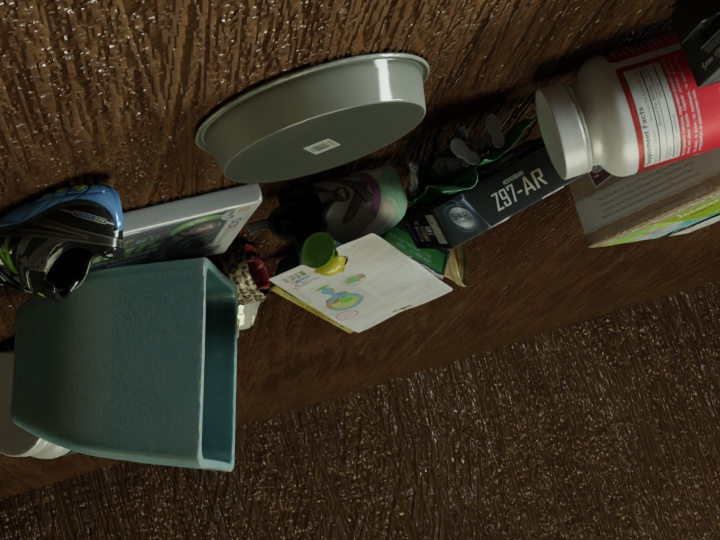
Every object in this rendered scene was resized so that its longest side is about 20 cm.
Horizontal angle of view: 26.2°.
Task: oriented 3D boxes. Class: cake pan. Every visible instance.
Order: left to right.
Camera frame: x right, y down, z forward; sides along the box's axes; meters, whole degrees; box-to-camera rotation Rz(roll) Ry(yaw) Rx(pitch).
[{"bbox_3d":[-0.034,-0.119,1.255,0.199,0.037,0.200,-17,171,-3],"label":"cake pan"}]

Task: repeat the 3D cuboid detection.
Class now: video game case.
[{"bbox_3d":[-0.207,-0.027,1.490,0.199,0.023,0.182,-14,169,-20],"label":"video game case"}]

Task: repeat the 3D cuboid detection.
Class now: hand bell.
[{"bbox_3d":[0.020,-0.022,1.817,0.199,0.105,0.104,-7,173,12],"label":"hand bell"}]

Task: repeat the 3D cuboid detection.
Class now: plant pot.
[{"bbox_3d":[-0.235,0.099,1.536,0.199,0.197,0.196,-1,171,5],"label":"plant pot"}]

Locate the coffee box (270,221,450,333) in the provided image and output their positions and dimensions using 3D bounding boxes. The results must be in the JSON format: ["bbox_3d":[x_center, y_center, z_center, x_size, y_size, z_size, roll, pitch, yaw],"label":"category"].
[{"bbox_3d":[-0.003,0.001,1.761,0.123,0.044,0.200,30,146,-22],"label":"coffee box"}]

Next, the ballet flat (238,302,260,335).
[{"bbox_3d":[-0.152,0.046,1.862,0.070,0.066,0.200,-14,169,-22],"label":"ballet flat"}]

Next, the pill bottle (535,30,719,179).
[{"bbox_3d":[0.264,-0.151,1.386,0.199,0.113,0.112,-17,170,-1],"label":"pill bottle"}]

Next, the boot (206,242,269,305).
[{"bbox_3d":[-0.173,0.030,1.726,0.150,0.074,0.200,-19,162,6],"label":"boot"}]

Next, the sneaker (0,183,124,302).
[{"bbox_3d":[-0.280,-0.007,1.297,0.199,0.083,0.071,-22,169,24],"label":"sneaker"}]

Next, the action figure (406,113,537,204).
[{"bbox_3d":[0.084,-0.100,1.482,0.118,0.055,0.200,-34,-178,-17],"label":"action figure"}]

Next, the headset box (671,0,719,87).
[{"bbox_3d":[0.357,-0.223,1.260,0.199,0.075,0.149,-16,171,-11],"label":"headset box"}]

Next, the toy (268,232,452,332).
[{"bbox_3d":[0.000,0.000,1.539,0.115,0.047,0.200,-24,157,18],"label":"toy"}]

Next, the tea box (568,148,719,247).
[{"bbox_3d":[0.346,-0.124,1.617,0.196,0.134,0.200,-7,166,-43],"label":"tea box"}]

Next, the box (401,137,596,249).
[{"bbox_3d":[0.130,-0.077,1.529,0.160,0.044,0.200,-30,-175,-5],"label":"box"}]

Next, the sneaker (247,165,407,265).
[{"bbox_3d":[-0.055,-0.042,1.555,0.139,0.078,0.200,-10,158,-31],"label":"sneaker"}]

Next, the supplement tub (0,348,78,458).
[{"bbox_3d":[-0.348,0.150,1.868,0.140,0.141,0.200,-24,169,33],"label":"supplement tub"}]
